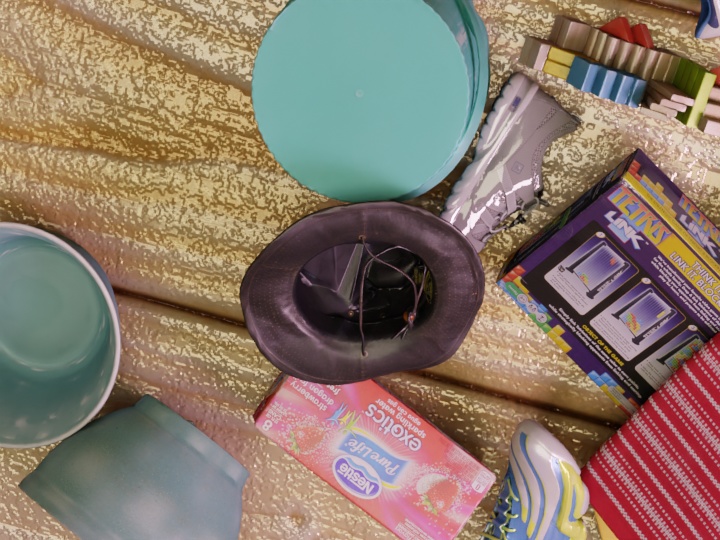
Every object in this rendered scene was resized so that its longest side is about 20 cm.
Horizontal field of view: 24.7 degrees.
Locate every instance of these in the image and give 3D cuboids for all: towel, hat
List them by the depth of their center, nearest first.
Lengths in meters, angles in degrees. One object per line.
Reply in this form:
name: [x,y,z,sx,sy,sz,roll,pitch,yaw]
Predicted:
hat: [0.000,0.000,1.342,0.198,0.081,0.202,-2,130,-3]
towel: [0.276,0.167,1.346,0.145,0.022,0.200,52,123,20]

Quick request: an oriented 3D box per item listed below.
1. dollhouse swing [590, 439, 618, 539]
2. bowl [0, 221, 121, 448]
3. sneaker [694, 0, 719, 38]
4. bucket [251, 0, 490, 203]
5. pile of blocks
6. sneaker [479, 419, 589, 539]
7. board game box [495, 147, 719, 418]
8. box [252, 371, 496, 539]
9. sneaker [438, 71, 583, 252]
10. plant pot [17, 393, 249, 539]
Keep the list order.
dollhouse swing: [0.293,0.254,1.399,0.198,0.183,0.177,-13,123,12]
bowl: [-0.294,0.044,1.449,0.198,0.105,0.203,2,105,7]
sneaker: [0.263,-0.275,1.303,0.082,0.074,0.201,-28,99,16]
bucket: [0.009,-0.155,1.337,0.204,0.135,0.210,2,107,8]
pile of blocks: [0.230,-0.165,1.332,0.198,0.082,0.063,19,107,3]
sneaker: [0.140,0.222,1.405,0.105,0.076,0.201,-35,132,-21]
board game box: [0.238,0.024,1.367,0.200,0.057,0.165,45,128,-6]
box: [0.009,0.152,1.427,0.199,0.100,0.096,38,87,-4]
sneaker: [0.117,-0.060,1.378,0.081,0.075,0.202,26,106,2]
plant pot: [-0.181,0.196,1.444,0.200,0.200,0.135,39,79,-4]
